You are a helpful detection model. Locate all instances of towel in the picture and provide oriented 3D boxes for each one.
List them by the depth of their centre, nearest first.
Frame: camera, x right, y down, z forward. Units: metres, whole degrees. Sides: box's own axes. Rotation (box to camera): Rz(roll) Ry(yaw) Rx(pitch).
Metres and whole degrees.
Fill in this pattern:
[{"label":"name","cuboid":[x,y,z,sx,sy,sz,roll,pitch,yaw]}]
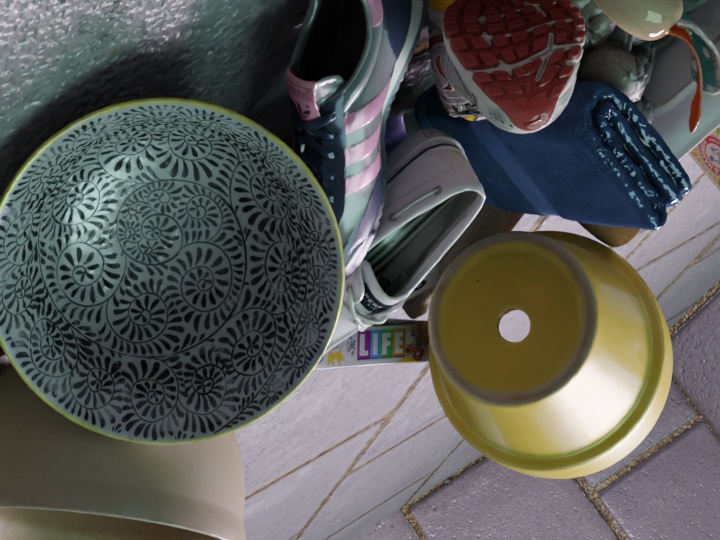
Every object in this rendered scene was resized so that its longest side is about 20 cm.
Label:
[{"label":"towel","cuboid":[0.120,-0.083,0.794,0.049,0.112,0.199,-49,-153,-13]}]

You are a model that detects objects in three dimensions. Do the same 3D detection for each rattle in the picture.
[{"label":"rattle","cuboid":[0.167,-0.199,0.648,0.143,0.201,0.130,-43,161,22]}]

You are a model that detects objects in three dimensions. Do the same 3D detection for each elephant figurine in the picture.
[{"label":"elephant figurine","cuboid":[0.185,-0.194,0.797,0.201,0.154,0.142,-55,180,-11]}]

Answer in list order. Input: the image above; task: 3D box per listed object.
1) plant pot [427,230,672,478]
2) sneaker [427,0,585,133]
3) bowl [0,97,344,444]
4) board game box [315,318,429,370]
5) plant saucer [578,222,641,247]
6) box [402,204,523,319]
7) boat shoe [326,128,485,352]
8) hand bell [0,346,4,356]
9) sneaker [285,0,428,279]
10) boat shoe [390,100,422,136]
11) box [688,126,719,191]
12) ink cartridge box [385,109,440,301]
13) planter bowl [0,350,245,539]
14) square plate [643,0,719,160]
[{"label":"plant pot","cuboid":[0.138,0.057,0.946,0.200,0.202,0.189,-39,158,8]},{"label":"sneaker","cuboid":[0.082,-0.121,0.698,0.077,0.201,0.083,-7,118,-1]},{"label":"bowl","cuboid":[-0.112,-0.010,0.699,0.200,0.201,0.094,-39,-159,6]},{"label":"board game box","cuboid":[-0.024,0.061,1.049,0.133,0.035,0.199,2,180,40]},{"label":"plant saucer","cuboid":[0.186,-0.119,0.961,0.035,0.203,0.201,-4,155,-11]},{"label":"box","cuboid":[0.081,-0.056,1.044,0.077,0.095,0.201,-25,161,-34]},{"label":"boat shoe","cuboid":[0.000,0.000,0.768,0.073,0.067,0.201,23,113,-38]},{"label":"hand bell","cuboid":[-0.259,0.055,0.701,0.104,0.104,0.200,-46,173,30]},{"label":"sneaker","cuboid":[-0.022,-0.086,0.701,0.082,0.069,0.203,-11,116,-56]},{"label":"boat shoe","cuboid":[-0.018,-0.061,0.866,0.199,0.070,0.072,-34,167,-3]},{"label":"box","cuboid":[0.290,-0.176,0.959,0.112,0.201,0.102,-30,162,-18]},{"label":"ink cartridge box","cuboid":[-0.038,-0.002,0.837,0.198,0.041,0.201,-28,154,-5]},{"label":"planter bowl","cuboid":[-0.167,0.110,0.787,0.197,0.137,0.201,3,158,1]},{"label":"square plate","cuboid":[0.229,-0.192,0.848,0.200,0.199,0.028,-43,134,18]}]
